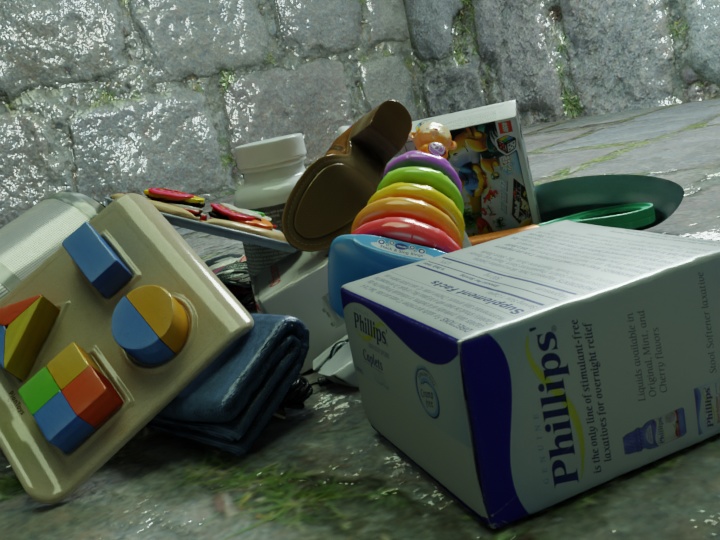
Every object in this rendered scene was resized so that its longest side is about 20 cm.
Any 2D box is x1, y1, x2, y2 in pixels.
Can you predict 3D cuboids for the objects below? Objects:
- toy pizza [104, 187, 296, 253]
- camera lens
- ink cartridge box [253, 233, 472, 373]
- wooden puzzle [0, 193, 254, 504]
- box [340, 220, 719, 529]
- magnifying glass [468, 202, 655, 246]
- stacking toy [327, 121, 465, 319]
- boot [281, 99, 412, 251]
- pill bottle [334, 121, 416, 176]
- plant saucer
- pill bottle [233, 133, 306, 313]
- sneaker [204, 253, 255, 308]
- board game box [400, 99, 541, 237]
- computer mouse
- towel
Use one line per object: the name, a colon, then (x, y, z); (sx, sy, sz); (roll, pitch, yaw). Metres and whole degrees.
toy pizza: (-0.151, -0.055, 0.824); (0.195, 0.032, 0.200); (14, 1, 0)
camera lens: (-0.304, 0.035, 0.797); (0.158, 0.162, 0.200); (-1, 34, 45)
ink cartridge box: (0.000, 0.000, 0.820); (0.197, 0.084, 0.147); (-30, 12, -2)
wooden puzzle: (-0.207, 0.042, 0.640); (0.199, 0.047, 0.185); (-40, 58, -13)
box: (0.112, 0.047, 0.531); (0.196, 0.107, 0.183); (-15, 12, -18)
magnifying glass: (0.202, -0.043, 0.853); (0.195, 0.023, 0.080); (-13, 9, -3)
stacking toy: (0.049, -0.053, 0.701); (0.113, 0.111, 0.203); (13, 54, 6)
boot: (-0.033, -0.069, 0.838); (0.201, 0.074, 0.154); (-50, 8, -33)
pill bottle: (0.071, -0.122, 1.015); (0.195, 0.117, 0.114); (-4, 10, -8)
plant saucer: (0.270, -0.068, 0.967); (0.195, 0.028, 0.200); (0, -11, 0)
pill bottle: (-0.087, -0.051, 0.978); (0.108, 0.205, 0.111); (-11, 12, 2)
sneaker: (-0.123, 0.007, 1.078); (0.197, 0.082, 0.075); (-26, 27, 1)
board game box: (0.126, -0.077, 0.908); (0.123, 0.202, 0.035); (-9, 38, 18)
computer mouse: (-0.005, 0.068, 0.716); (0.196, 0.045, 0.109); (-17, 11, -22)
towel: (-0.128, 0.083, 0.680); (0.198, 0.049, 0.112); (-3, 42, 48)
